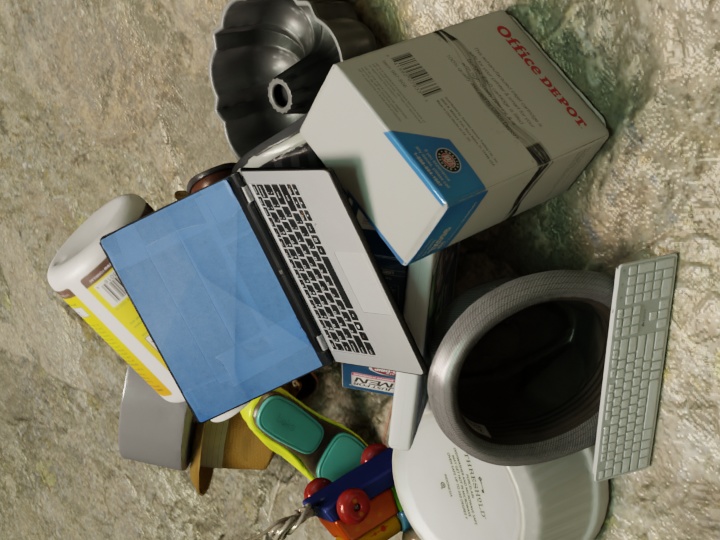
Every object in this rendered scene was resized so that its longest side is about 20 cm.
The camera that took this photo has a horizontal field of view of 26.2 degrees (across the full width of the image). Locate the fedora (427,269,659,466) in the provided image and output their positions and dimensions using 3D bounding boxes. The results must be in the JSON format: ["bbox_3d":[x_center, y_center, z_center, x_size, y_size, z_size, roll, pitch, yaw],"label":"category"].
[{"bbox_3d":[0.137,0.066,1.275,0.090,0.198,0.178,-130,30,-57],"label":"fedora"}]

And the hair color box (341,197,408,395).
[{"bbox_3d":[0.019,0.011,1.323,0.060,0.101,0.201,9,143,8],"label":"hair color box"}]

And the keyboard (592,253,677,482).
[{"bbox_3d":[0.223,0.081,1.258,0.011,0.056,0.202,-130,37,-56],"label":"keyboard"}]

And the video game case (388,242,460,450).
[{"bbox_3d":[0.061,0.022,1.324,0.023,0.182,0.202,11,119,9],"label":"video game case"}]

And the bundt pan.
[{"bbox_3d":[-0.048,-0.169,1.422,0.201,0.075,0.204,23,124,39],"label":"bundt pan"}]

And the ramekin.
[{"bbox_3d":[0.115,0.183,1.389,0.202,0.094,0.204,22,122,40],"label":"ramekin"}]

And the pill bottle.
[{"bbox_3d":[-0.168,0.037,1.344,0.200,0.110,0.109,48,143,-20],"label":"pill bottle"}]

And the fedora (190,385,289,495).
[{"bbox_3d":[-0.117,0.139,1.596,0.081,0.201,0.202,12,123,3],"label":"fedora"}]

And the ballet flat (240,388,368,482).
[{"bbox_3d":[-0.049,0.172,1.538,0.200,0.067,0.067,42,166,-32],"label":"ballet flat"}]

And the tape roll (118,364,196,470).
[{"bbox_3d":[-0.185,0.097,1.555,0.066,0.201,0.202,13,123,3],"label":"tape roll"}]

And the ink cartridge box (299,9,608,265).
[{"bbox_3d":[0.077,-0.109,1.221,0.145,0.199,0.084,52,139,17],"label":"ink cartridge box"}]

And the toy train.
[{"bbox_3d":[-0.010,0.257,1.480,0.084,0.199,0.117,2,118,61],"label":"toy train"}]

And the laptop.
[{"bbox_3d":[-0.078,0.027,1.236,0.199,0.116,0.188,5,127,53],"label":"laptop"}]

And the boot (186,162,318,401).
[{"bbox_3d":[-0.102,0.014,1.490,0.189,0.068,0.201,92,158,-62],"label":"boot"}]

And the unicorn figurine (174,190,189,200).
[{"bbox_3d":[-0.146,-0.009,1.414,0.199,0.074,0.138,33,145,26],"label":"unicorn figurine"}]

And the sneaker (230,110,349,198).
[{"bbox_3d":[-0.036,-0.090,1.332,0.199,0.072,0.083,-29,92,46],"label":"sneaker"}]

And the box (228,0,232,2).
[{"bbox_3d":[-0.054,-0.312,1.367,0.200,0.075,0.050,-32,83,48],"label":"box"}]
